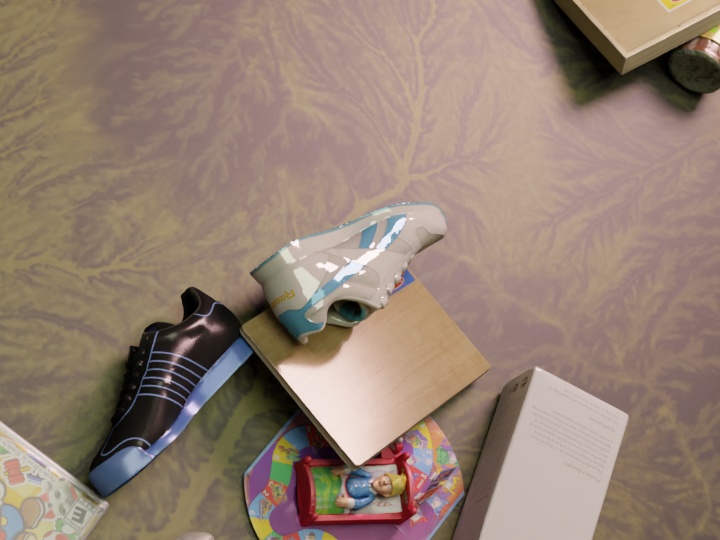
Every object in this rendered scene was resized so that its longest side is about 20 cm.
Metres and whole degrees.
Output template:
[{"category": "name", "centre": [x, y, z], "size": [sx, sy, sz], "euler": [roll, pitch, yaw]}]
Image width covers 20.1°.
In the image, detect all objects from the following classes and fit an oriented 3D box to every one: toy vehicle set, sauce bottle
[{"category": "toy vehicle set", "centre": [0.296, -0.279, 1.968], "size": [0.200, 0.027, 0.124], "euler": [-28, 63, -18]}, {"category": "sauce bottle", "centre": [0.366, -0.267, 2.017], "size": [0.065, 0.065, 0.200], "euler": [32, 60, -9]}]

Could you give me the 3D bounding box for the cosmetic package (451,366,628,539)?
[{"category": "cosmetic package", "centre": [0.148, 0.195, 1.734], "size": [0.102, 0.074, 0.200], "euler": [28, 63, -11]}]

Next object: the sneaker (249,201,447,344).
[{"category": "sneaker", "centre": [0.000, 0.000, 1.719], "size": [0.200, 0.077, 0.081], "euler": [-23, 81, -37]}]

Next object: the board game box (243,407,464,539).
[{"category": "board game box", "centre": [0.001, 0.176, 1.694], "size": [0.158, 0.039, 0.200], "euler": [43, 59, -3]}]

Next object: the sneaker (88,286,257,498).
[{"category": "sneaker", "centre": [-0.167, 0.096, 1.639], "size": [0.078, 0.070, 0.200], "euler": [44, 51, -4]}]

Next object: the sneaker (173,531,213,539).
[{"category": "sneaker", "centre": [-0.088, 0.285, 1.595], "size": [0.200, 0.076, 0.092], "euler": [47, 55, -1]}]

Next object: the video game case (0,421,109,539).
[{"category": "video game case", "centre": [-0.322, 0.191, 1.558], "size": [0.200, 0.023, 0.182], "euler": [38, 60, -6]}]

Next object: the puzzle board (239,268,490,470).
[{"category": "puzzle board", "centre": [0.006, 0.069, 1.727], "size": [0.151, 0.017, 0.200], "euler": [50, 44, 8]}]
